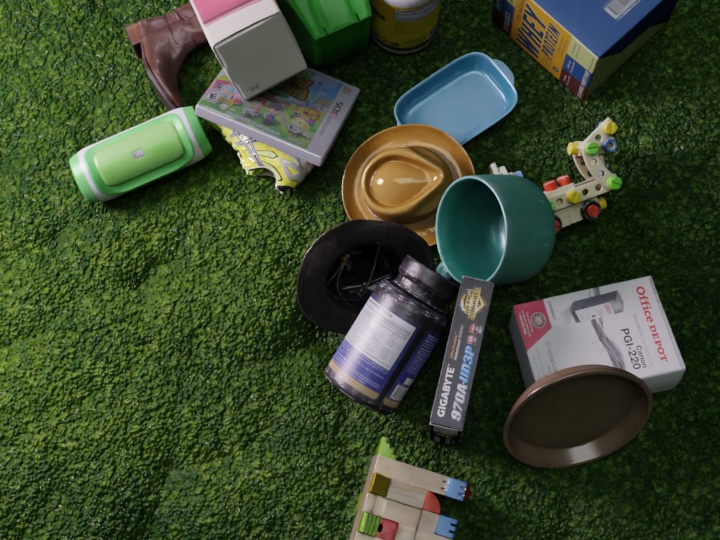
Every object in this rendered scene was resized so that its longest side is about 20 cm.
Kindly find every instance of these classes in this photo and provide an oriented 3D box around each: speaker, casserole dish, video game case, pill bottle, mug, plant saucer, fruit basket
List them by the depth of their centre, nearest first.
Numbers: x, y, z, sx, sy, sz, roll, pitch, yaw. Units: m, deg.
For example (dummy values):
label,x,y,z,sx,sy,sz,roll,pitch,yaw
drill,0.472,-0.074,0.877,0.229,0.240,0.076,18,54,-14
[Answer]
label,x,y,z,sx,sy,sz,roll,pitch,yaw
plant saucer,0.280,0.188,1.225,0.199,0.200,0.030,-13,44,-1
pill bottle,0.047,0.085,1.274,0.112,0.112,0.200,33,93,12
mug,0.185,-0.055,1.301,0.114,0.185,0.153,-5,91,-32
pill bottle,0.066,-0.419,1.399,0.112,0.200,0.113,0,73,1
video game case,-0.119,-0.252,1.400,0.200,0.022,0.182,23,48,1
speaker,-0.328,-0.173,1.411,0.200,0.088,0.089,-24,74,-4
fruit basket,-0.057,-0.433,1.411,0.155,0.216,0.216,-24,74,-3
casserole dish,0.144,-0.247,1.430,0.200,0.039,0.121,-34,75,-6

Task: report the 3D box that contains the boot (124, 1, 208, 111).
label,x,y,z,sx,sy,sz,roll,pitch,yaw
boot,-0.247,-0.354,1.477,0.200,0.064,0.187,-26,76,-9

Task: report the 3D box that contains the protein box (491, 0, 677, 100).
label,x,y,z,sx,sy,sz,roll,pitch,yaw
protein box,0.340,-0.411,1.417,0.198,0.135,0.200,-42,76,-9

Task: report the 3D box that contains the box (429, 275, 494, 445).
label,x,y,z,sx,sy,sz,roll,pitch,yaw
box,0.134,0.125,1.256,0.046,0.159,0.201,12,75,7

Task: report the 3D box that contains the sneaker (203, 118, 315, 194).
label,x,y,z,sx,sy,sz,roll,pitch,yaw
sneaker,-0.166,-0.190,1.413,0.200,0.075,0.077,32,83,16

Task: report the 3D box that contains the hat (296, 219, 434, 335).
label,x,y,z,sx,sy,sz,roll,pitch,yaw
hat,0.000,0.000,1.336,0.200,0.201,0.081,-25,30,-4

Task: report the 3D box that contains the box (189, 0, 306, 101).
label,x,y,z,sx,sy,sz,roll,pitch,yaw
box,-0.174,-0.371,1.357,0.109,0.128,0.200,-27,59,1

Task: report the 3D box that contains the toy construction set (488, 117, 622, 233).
label,x,y,z,sx,sy,sz,roll,pitch,yaw
toy construction set,0.287,-0.129,1.357,0.199,0.092,0.131,-17,102,9

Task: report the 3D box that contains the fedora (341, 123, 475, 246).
label,x,y,z,sx,sy,sz,roll,pitch,yaw
fedora,0.065,-0.124,1.354,0.200,0.082,0.201,0,88,11

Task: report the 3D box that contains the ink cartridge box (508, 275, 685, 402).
label,x,y,z,sx,sy,sz,roll,pitch,yaw
ink cartridge box,0.319,0.104,1.283,0.199,0.085,0.146,-12,64,-2

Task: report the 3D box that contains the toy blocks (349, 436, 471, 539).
label,x,y,z,sx,sy,sz,roll,pitch,yaw
toy blocks,0.063,0.338,1.241,0.136,0.100,0.201,18,74,-3
